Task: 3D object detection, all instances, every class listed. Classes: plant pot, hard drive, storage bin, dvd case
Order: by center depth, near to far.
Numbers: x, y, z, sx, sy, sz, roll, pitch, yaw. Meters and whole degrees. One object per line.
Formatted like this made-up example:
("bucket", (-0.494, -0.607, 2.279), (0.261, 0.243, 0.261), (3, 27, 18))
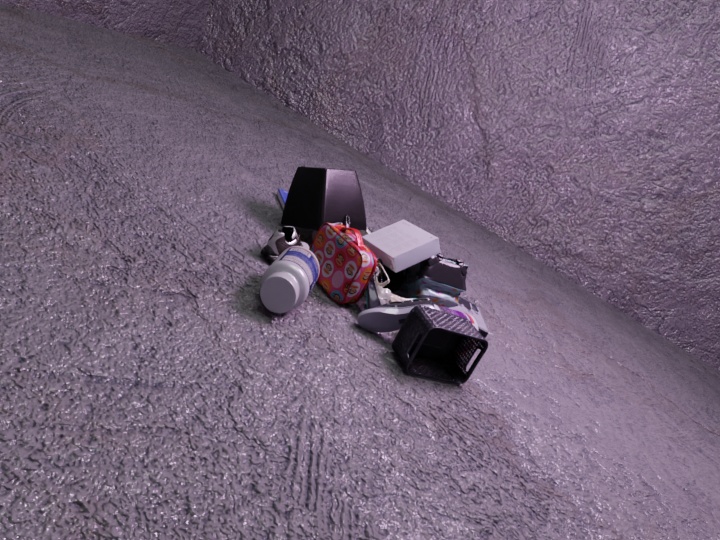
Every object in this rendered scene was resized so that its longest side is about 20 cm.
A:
("storage bin", (0.191, 0.180, 1.456), (0.197, 0.137, 0.094), (17, 22, -33))
("plant pot", (-0.106, -0.219, 1.837), (0.197, 0.182, 0.197), (-6, 14, -44))
("dvd case", (0.331, 0.132, 1.967), (0.148, 0.025, 0.201), (27, 19, -9))
("hard drive", (-0.205, -0.206, 2.036), (0.130, 0.026, 0.201), (20, 21, -27))

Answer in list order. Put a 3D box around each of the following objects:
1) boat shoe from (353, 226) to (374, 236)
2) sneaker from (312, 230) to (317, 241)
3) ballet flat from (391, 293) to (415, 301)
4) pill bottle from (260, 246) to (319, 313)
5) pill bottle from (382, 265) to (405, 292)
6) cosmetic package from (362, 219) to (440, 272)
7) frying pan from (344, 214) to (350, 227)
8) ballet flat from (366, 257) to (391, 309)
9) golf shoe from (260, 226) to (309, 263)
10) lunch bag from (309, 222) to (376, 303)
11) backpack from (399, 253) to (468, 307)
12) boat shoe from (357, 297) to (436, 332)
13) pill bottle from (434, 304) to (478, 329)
("boat shoe", (0.021, -0.112, 2.063), (0.198, 0.075, 0.062), (37, 14, 6))
("sneaker", (-0.051, -0.073, 1.841), (0.198, 0.080, 0.079), (36, 25, 22))
("ballet flat", (0.113, 0.108, 1.665), (0.196, 0.071, 0.070), (14, 23, -35))
("pill bottle", (-0.162, 0.023, 1.379), (0.109, 0.113, 0.200), (28, 19, -2))
("pill bottle", (0.065, -0.021, 1.826), (0.110, 0.113, 0.201), (22, 20, -18))
("cosmetic package", (0.112, -0.073, 1.718), (0.148, 0.053, 0.200), (-25, 28, -16))
("frying pan", (-0.053, -0.061, 1.739), (0.113, 0.031, 0.194), (-11, 79, -45))
("ballet flat", (0.045, 0.047, 1.578), (0.072, 0.073, 0.204), (18, 46, -28))
("golf shoe", (-0.180, -0.070, 1.621), (0.077, 0.096, 0.199), (33, 17, 17))
("lunch bag", (-0.050, -0.032, 1.581), (0.081, 0.179, 0.200), (4, 32, -46))
("backpack", (0.206, 0.035, 1.796), (0.172, 0.158, 0.199), (12, -7, -21))
("boat shoe", (0.090, 0.106, 1.498), (0.194, 0.070, 0.057), (-5, 37, 3))
("pill bottle", (0.210, 0.152, 1.597), (0.197, 0.114, 0.113), (16, 22, -34))
